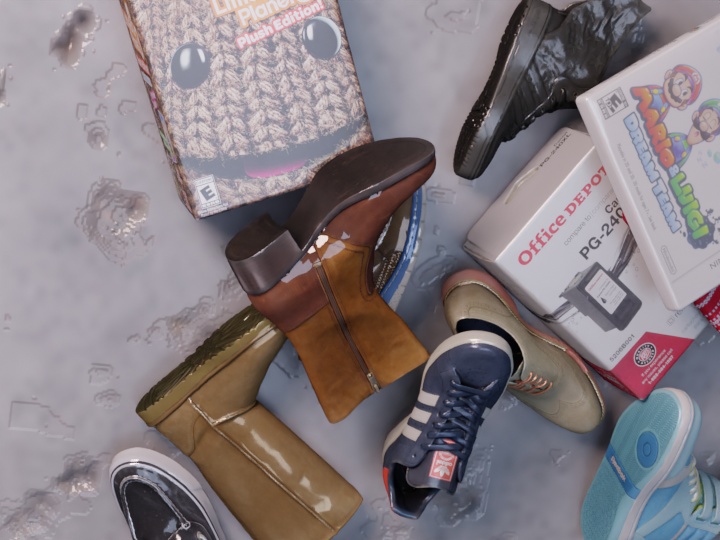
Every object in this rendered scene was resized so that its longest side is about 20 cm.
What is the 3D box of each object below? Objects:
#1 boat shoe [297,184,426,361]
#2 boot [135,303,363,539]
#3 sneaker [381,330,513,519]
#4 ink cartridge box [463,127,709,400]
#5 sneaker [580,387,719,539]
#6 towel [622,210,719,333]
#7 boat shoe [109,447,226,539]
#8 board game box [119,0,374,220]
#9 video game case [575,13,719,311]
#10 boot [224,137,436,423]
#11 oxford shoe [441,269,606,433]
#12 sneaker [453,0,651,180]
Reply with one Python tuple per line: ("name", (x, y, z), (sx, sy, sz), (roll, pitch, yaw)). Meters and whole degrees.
("boat shoe", (0.000, 0.000, 1.216), (0.072, 0.072, 0.201), (14, 98, -15))
("boot", (-0.069, 0.138, 1.230), (0.175, 0.066, 0.200), (-38, 108, 16))
("sneaker", (0.075, 0.138, 1.212), (0.075, 0.085, 0.200), (16, 132, -10))
("ink cartridge box", (0.214, -0.007, 1.263), (0.200, 0.083, 0.145), (41, 89, -19))
("sneaker", (0.293, 0.185, 1.310), (0.130, 0.080, 0.200), (4, 132, -20))
("towel", (0.329, -0.031, 1.240), (0.200, 0.022, 0.145), (46, 78, -18))
("boat shoe", (-0.156, 0.244, 1.224), (0.072, 0.068, 0.200), (-21, 110, 15))
("board game box", (-0.092, -0.164, 1.144), (0.159, 0.097, 0.201), (-19, 106, -10))
("video game case", (0.292, -0.096, 1.196), (0.182, 0.024, 0.200), (-31, 104, -17))
("boot", (0.013, 0.011, 1.147), (0.188, 0.068, 0.200), (-39, 126, -9))
("oxford shoe", (0.142, 0.089, 1.260), (0.200, 0.074, 0.071), (40, 117, -18))
("sneaker", (0.163, -0.157, 1.230), (0.104, 0.060, 0.200), (22, 92, -13))
